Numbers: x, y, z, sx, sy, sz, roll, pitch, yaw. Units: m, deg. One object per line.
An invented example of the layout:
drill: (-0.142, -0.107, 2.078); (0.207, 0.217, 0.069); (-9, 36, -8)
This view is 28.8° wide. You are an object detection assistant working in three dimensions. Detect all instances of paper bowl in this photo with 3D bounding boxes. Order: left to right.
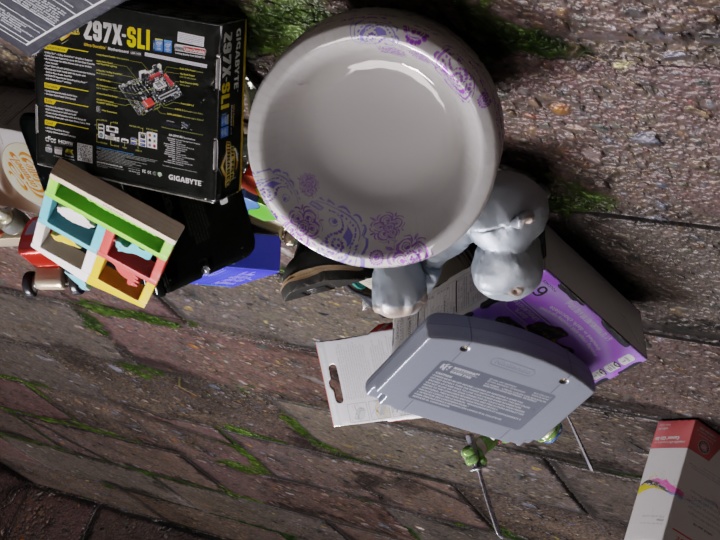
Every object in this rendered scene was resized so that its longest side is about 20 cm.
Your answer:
paper bowl: (0.016, -0.112, 1.130); (0.200, 0.104, 0.202); (4, 113, 9)

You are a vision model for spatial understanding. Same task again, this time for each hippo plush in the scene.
hippo plush: (0.094, -0.051, 1.285); (0.160, 0.159, 0.201); (-1, 112, 10)

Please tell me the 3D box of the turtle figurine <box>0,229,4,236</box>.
turtle figurine: (-0.459, -0.127, 1.571); (0.201, 0.064, 0.161); (63, -175, -3)

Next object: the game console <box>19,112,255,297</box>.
game console: (-0.222, -0.087, 1.420); (0.116, 0.175, 0.201); (45, 155, 50)

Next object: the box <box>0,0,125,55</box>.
box: (-0.266, -0.281, 1.048); (0.200, 0.124, 0.198); (32, 158, -29)

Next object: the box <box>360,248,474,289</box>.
box: (0.103, 0.023, 1.494); (0.200, 0.069, 0.082); (31, 157, -22)

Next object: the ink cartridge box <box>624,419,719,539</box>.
ink cartridge box: (0.389, 0.293, 1.681); (0.116, 0.201, 0.067); (33, 156, -26)

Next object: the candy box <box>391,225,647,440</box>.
candy box: (0.158, 0.066, 1.415); (0.200, 0.072, 0.168); (-33, 124, 30)

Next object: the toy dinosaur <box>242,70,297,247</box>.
toy dinosaur: (-0.100, -0.121, 1.338); (0.088, 0.047, 0.201); (15, 133, 53)

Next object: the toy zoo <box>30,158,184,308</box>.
toy zoo: (-0.250, -0.026, 1.355); (0.131, 0.021, 0.200); (29, 151, -5)

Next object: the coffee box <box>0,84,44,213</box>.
coffee box: (-0.329, -0.124, 1.505); (0.199, 0.080, 0.115); (11, 132, 25)

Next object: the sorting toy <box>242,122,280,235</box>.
sorting toy: (-0.141, -0.103, 1.476); (0.184, 0.037, 0.200); (23, 159, -2)

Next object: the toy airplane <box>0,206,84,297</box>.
toy airplane: (-0.341, -0.050, 1.701); (0.199, 0.142, 0.199); (-8, -173, -29)

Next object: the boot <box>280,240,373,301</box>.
boot: (-0.042, -0.050, 1.271); (0.077, 0.139, 0.200); (-14, -178, 9)

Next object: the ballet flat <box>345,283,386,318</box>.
ballet flat: (0.000, 0.000, 1.544); (0.073, 0.073, 0.200); (4, 155, 39)

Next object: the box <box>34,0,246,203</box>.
box: (-0.200, -0.158, 1.255); (0.199, 0.160, 0.049); (12, -160, 23)

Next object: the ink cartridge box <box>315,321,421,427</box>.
ink cartridge box: (0.057, 0.113, 1.611); (0.199, 0.109, 0.050); (-9, -172, 18)

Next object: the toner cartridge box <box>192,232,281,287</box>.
toner cartridge box: (-0.166, -0.013, 1.633); (0.095, 0.043, 0.200); (6, 172, -21)

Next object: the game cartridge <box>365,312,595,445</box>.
game cartridge: (0.122, 0.105, 1.365); (0.199, 0.041, 0.133); (19, 137, -26)

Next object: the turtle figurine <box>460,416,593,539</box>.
turtle figurine: (0.174, 0.170, 1.654); (0.194, 0.200, 0.144); (39, 139, -19)
